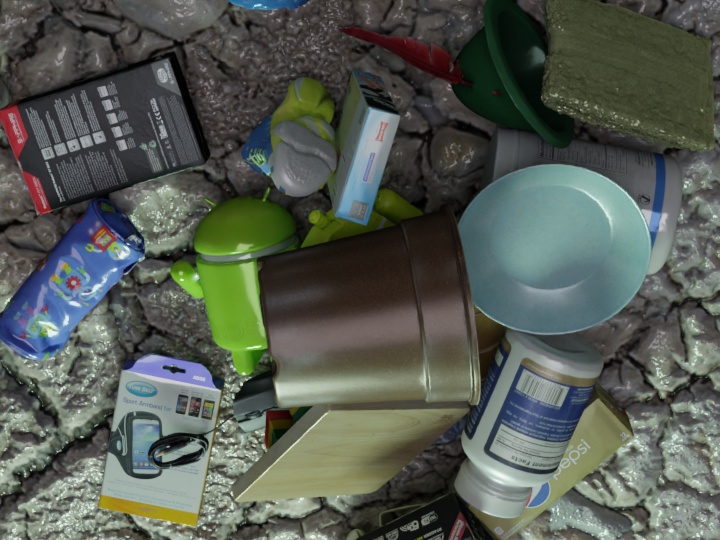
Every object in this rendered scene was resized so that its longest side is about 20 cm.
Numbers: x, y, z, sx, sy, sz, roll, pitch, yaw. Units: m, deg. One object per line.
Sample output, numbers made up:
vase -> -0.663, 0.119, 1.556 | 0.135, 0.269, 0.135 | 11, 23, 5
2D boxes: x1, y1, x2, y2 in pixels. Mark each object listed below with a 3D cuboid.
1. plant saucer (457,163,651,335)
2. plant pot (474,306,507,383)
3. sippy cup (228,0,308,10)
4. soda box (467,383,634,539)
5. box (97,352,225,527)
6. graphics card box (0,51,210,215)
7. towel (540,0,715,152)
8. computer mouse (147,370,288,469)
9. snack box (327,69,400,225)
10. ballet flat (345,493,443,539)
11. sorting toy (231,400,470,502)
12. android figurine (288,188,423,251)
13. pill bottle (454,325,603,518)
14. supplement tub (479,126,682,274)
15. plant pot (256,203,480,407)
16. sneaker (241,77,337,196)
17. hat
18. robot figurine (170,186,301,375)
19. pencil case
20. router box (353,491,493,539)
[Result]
plant saucer -> 0.194, -0.027, 1.505 | 0.200, 0.039, 0.201 | 2, 122, 3
plant pot -> 0.129, 0.061, 1.619 | 0.199, 0.028, 0.200 | -7, 133, -7
sippy cup -> -0.094, -0.340, 1.513 | 0.177, 0.140, 0.131 | 15, 119, 23
soda box -> 0.215, 0.218, 1.689 | 0.200, 0.068, 0.064 | -43, 100, 13
box -> -0.229, 0.191, 1.712 | 0.119, 0.041, 0.201 | 12, 104, -2
graphics card box -> -0.277, -0.150, 1.608 | 0.199, 0.051, 0.126 | -17, 105, 8
towel -> 0.280, -0.203, 1.531 | 0.199, 0.036, 0.149 | 14, 62, -15
computer mouse -> -0.148, 0.173, 1.675 | 0.200, 0.034, 0.059 | -30, 118, -9
snack box -> -0.001, -0.131, 1.526 | 0.037, 0.200, 0.116 | 15, 107, -9
ballet flat -> 0.022, 0.323, 1.738 | 0.200, 0.067, 0.064 | -28, 76, 9
sorting toy -> -0.019, 0.173, 1.619 | 0.200, 0.070, 0.199 | 3, 144, -39
android figurine -> 0.000, 0.000, 1.587 | 0.200, 0.041, 0.182 | 29, 90, -44
pill bottle -> 0.176, 0.162, 1.595 | 0.111, 0.111, 0.200 | 20, 108, -4
supplement tub -> 0.231, -0.074, 1.572 | 0.199, 0.132, 0.132 | 9, 106, -1
plant pot -> 0.004, 0.046, 1.453 | 0.198, 0.200, 0.201 | -7, 106, -2
sneaker -> -0.078, -0.117, 1.544 | 0.076, 0.200, 0.105 | 38, 121, -16
hat -> 0.107, -0.183, 1.561 | 0.176, 0.200, 0.166 | -26, 148, 27
robot figurine -> -0.117, 0.010, 1.615 | 0.175, 0.116, 0.201 | -7, 106, 12
pencil case -> -0.320, 0.013, 1.643 | 0.087, 0.078, 0.200 | 38, 104, -17
router box -> 0.078, 0.342, 1.675 | 0.150, 0.062, 0.200 | -27, 143, 8
